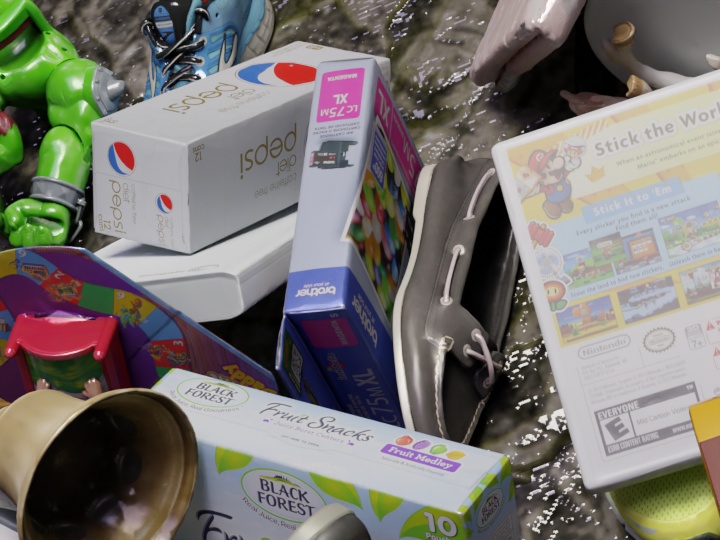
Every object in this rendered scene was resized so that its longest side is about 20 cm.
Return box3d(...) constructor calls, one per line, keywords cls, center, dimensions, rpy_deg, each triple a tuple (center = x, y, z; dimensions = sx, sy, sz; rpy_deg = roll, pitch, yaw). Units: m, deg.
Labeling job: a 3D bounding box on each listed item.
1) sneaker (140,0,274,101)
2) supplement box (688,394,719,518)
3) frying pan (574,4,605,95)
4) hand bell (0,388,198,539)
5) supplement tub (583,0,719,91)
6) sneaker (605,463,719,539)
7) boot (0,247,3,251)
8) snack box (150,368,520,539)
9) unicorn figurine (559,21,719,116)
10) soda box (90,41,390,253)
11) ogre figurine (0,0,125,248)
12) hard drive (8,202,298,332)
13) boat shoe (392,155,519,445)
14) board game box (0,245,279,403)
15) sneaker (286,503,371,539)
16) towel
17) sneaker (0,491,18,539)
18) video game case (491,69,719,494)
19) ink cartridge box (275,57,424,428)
box3d(cls="sneaker", center=(-0.108, -0.119, 1.544), dimensions=(0.078, 0.090, 0.201), rpy_deg=(-8, 51, 18))
box3d(cls="supplement box", center=(0.245, 0.164, 1.094), dimensions=(0.132, 0.200, 0.198), rpy_deg=(-20, 49, 10))
box3d(cls="frying pan", center=(0.145, -0.173, 1.511), dimensions=(0.115, 0.031, 0.190), rpy_deg=(-30, 59, 7))
box3d(cls="hand bell", center=(-0.180, 0.071, 1.278), dimensions=(0.200, 0.104, 0.104), rpy_deg=(27, 69, 43))
box3d(cls="supplement tub", center=(0.209, -0.201, 1.437), dimensions=(0.131, 0.132, 0.201), rpy_deg=(5, 58, 27))
box3d(cls="sneaker", center=(0.144, 0.050, 1.302), dimensions=(0.078, 0.090, 0.201), rpy_deg=(-16, 51, 10))
box3d(cls="boot", center=(-0.294, 0.024, 1.492), dimensions=(0.200, 0.131, 0.068), rpy_deg=(-36, 48, -5))
box3d(cls="snack box", center=(-0.015, 0.137, 1.268), dimensions=(0.199, 0.143, 0.053), rpy_deg=(12, 36, 32))
box3d(cls="unicorn figurine", center=(0.215, -0.084, 1.363), dimensions=(0.200, 0.137, 0.074), rpy_deg=(11, 69, 47))
box3d(cls="soda box", center=(-0.063, -0.071, 1.438), dimensions=(0.068, 0.064, 0.200), rpy_deg=(13, 25, 31))
box3d(cls="ogre figurine", center=(-0.221, -0.101, 1.581), dimensions=(0.120, 0.098, 0.200), rpy_deg=(-50, 39, -2))
box3d(cls="hard drive", center=(-0.091, -0.004, 1.408), dimensions=(0.131, 0.027, 0.200), rpy_deg=(-7, 11, 19))
box3d(cls="boat shoe", center=(0.057, 0.015, 1.384), dimensions=(0.057, 0.067, 0.201), rpy_deg=(-13, 47, 21))
box3d(cls="board game box", center=(-0.139, 0.074, 1.333), dimensions=(0.158, 0.200, 0.039), rpy_deg=(-41, 23, 38))
box3d(cls="sneaker", center=(0.006, 0.205, 1.194), dimensions=(0.106, 0.201, 0.075), rpy_deg=(28, 40, 31))
box3d(cls="towel", center=(0.123, -0.200, 1.415), dimensions=(0.032, 0.191, 0.201), rpy_deg=(24, 82, -4))
box3d(cls="sneaker", center=(-0.134, 0.211, 1.284), dimensions=(0.202, 0.077, 0.147), rpy_deg=(24, 101, 35))
box3d(cls="video game case", center=(0.181, -0.006, 1.256), dimensions=(0.199, 0.023, 0.183), rpy_deg=(-18, 74, 11))
box3d(cls="ink cartridge box", center=(0.000, 0.000, 1.385), dimensions=(0.042, 0.120, 0.201), rpy_deg=(-4, 53, 19))
